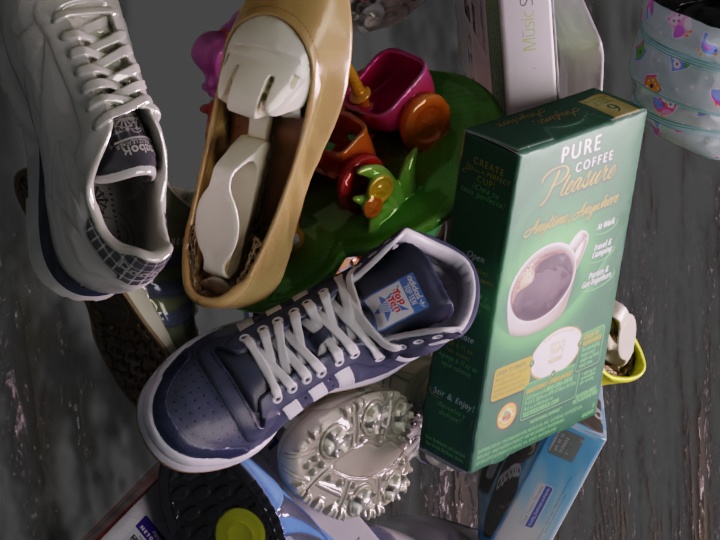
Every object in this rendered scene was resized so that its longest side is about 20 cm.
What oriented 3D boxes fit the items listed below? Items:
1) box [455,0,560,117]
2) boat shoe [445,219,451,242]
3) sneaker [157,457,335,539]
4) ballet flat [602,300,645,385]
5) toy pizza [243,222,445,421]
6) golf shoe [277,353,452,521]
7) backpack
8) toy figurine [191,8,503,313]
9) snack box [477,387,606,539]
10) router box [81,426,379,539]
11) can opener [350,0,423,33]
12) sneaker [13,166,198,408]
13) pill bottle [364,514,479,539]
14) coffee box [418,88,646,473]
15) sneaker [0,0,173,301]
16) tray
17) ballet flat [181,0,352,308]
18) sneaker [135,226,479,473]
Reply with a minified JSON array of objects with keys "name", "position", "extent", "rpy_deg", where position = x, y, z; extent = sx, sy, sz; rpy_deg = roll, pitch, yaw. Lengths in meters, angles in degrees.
[{"name":"box","position":[0.083,-0.161,1.609],"extent":[0.200,0.036,0.145],"rpy_deg":[-104,-173,-66]},{"name":"boat shoe","position":[0.082,-0.015,1.700],"extent":[0.069,0.072,0.201],"rpy_deg":[41,57,-60]},{"name":"sneaker","position":[-0.036,0.169,1.492],"extent":[0.066,0.200,0.078],"rpy_deg":[-41,176,20]},{"name":"ballet flat","position":[0.143,0.014,1.825],"extent":[0.067,0.067,0.200],"rpy_deg":[-59,141,-23]},{"name":"toy pizza","position":[0.000,0.000,1.652],"extent":[0.200,0.032,0.201],"rpy_deg":[-21,117,-50]},{"name":"golf shoe","position":[-0.005,0.087,1.568],"extent":[0.200,0.097,0.079],"rpy_deg":[-13,119,-57]},{"name":"backpack","position":[0.279,-0.156,1.894],"extent":[0.200,0.166,0.127],"rpy_deg":[-17,119,-44]},{"name":"toy figurine","position":[-0.037,-0.107,1.483],"extent":[0.200,0.150,0.184],"rpy_deg":[-43,131,-19]},{"name":"snack box","position":[0.112,0.100,1.711],"extent":[0.200,0.037,0.117],"rpy_deg":[-84,-162,-66]},{"name":"router box","position":[-0.063,0.198,1.522],"extent":[0.200,0.049,0.180],"rpy_deg":[49,53,-7]},{"name":"can opener","position":[-0.028,-0.191,1.552],"extent":[0.200,0.052,0.067],"rpy_deg":[30,41,-55]},{"name":"sneaker","position":[-0.108,-0.005,1.466],"extent":[0.090,0.067,0.201],"rpy_deg":[-48,133,-28]},{"name":"pill bottle","position":[0.048,0.218,1.710],"extent":[0.200,0.119,0.120],"rpy_deg":[23,81,-54]},{"name":"coffee box","position":[0.097,0.004,1.530],"extent":[0.123,0.044,0.201],"rpy_deg":[-21,127,-44]},{"name":"sneaker","position":[-0.133,-0.087,1.355],"extent":[0.076,0.080,0.201],"rpy_deg":[-11,85,-31]},{"name":"tray","position":[0.121,-0.133,1.688],"extent":[0.200,0.022,0.108],"rpy_deg":[82,-12,-66]},{"name":"ballet flat","position":[-0.050,-0.070,1.397],"extent":[0.063,0.068,0.201],"rpy_deg":[-28,132,-62]},{"name":"sneaker","position":[-0.022,0.038,1.427],"extent":[0.200,0.108,0.070],"rpy_deg":[-24,84,-40]}]
